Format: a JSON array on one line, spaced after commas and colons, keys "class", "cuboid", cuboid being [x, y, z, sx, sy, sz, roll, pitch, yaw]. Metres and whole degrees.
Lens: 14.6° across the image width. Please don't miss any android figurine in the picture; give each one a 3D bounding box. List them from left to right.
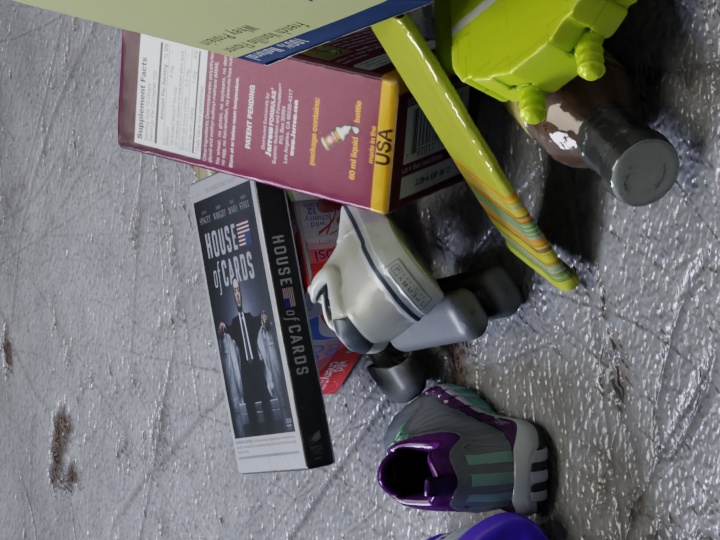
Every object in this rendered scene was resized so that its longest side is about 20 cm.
[{"class": "android figurine", "cuboid": [0.100, -0.171, 1.508, 0.182, 0.041, 0.201, -38, 42, 38]}]

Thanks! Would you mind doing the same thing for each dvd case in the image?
[{"class": "dvd case", "cuboid": [-0.067, 0.032, 1.846, 0.150, 0.025, 0.202, 165, 95, -70]}]

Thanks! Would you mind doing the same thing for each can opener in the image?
[{"class": "can opener", "cuboid": [0.048, 0.043, 1.757, 0.067, 0.053, 0.200, 60, 159, -6]}]

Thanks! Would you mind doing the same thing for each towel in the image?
[{"class": "towel", "cuboid": [0.060, -0.076, 1.581, 0.201, 0.018, 0.086, 56, 173, -27]}]

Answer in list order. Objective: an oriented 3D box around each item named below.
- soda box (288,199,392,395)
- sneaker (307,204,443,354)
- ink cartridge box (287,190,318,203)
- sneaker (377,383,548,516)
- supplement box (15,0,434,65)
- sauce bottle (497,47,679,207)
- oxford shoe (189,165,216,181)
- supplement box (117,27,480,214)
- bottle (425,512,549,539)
[{"class": "soda box", "cuboid": [-0.030, 0.022, 1.884, 0.200, 0.069, 0.064, 118, 144, -61]}, {"class": "sneaker", "cuboid": [0.000, 0.000, 1.698, 0.073, 0.071, 0.200, 53, -177, -9]}, {"class": "ink cartridge box", "cuboid": [-0.009, -0.132, 1.872, 0.201, 0.048, 0.146, 114, 146, -42]}, {"class": "sneaker", "cuboid": [0.038, 0.110, 1.718, 0.200, 0.087, 0.075, -179, 86, -68]}, {"class": "supplement box", "cuboid": [-0.084, -0.212, 1.511, 0.200, 0.199, 0.135, -12, 68, 60]}, {"class": "sauce bottle", "cuboid": [0.114, -0.096, 1.538, 0.200, 0.064, 0.065, -127, 40, -52]}, {"class": "oxford shoe", "cuboid": [-0.080, -0.063, 2.009, 0.075, 0.070, 0.201, 52, 160, 46]}, {"class": "supplement box", "cuboid": [-0.039, -0.105, 1.730, 0.199, 0.110, 0.086, 15, 110, 28]}, {"class": "bottle", "cuboid": [0.051, 0.196, 1.702, 0.065, 0.083, 0.200, 52, 157, -3]}]
